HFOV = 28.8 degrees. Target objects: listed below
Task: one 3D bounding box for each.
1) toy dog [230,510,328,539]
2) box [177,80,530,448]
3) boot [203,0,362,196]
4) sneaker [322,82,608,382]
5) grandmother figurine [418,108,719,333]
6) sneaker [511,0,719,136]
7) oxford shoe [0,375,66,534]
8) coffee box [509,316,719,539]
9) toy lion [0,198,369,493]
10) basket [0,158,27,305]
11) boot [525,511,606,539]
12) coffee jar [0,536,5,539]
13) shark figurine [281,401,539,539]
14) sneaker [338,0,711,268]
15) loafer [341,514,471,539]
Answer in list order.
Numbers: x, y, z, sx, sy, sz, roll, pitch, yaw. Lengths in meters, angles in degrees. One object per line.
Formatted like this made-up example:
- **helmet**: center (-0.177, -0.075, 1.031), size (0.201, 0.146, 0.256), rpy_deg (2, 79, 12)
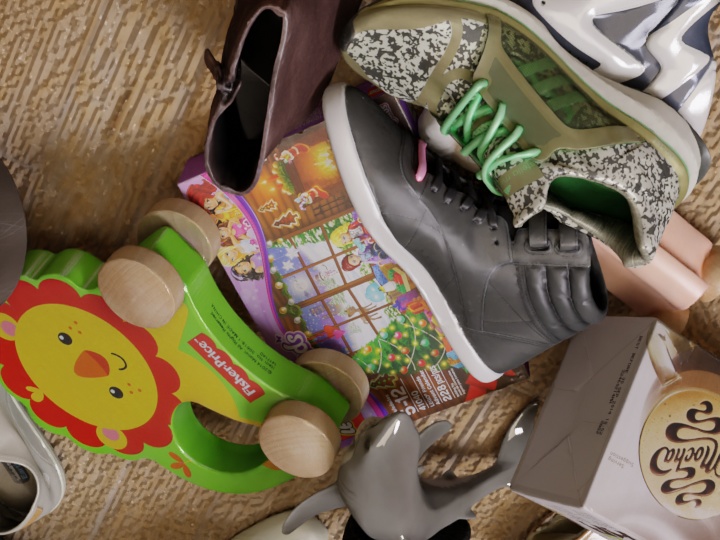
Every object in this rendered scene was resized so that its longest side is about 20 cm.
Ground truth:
- **toy dog**: center (-0.079, 0.272, 0.875), size (0.193, 0.200, 0.140), rpy_deg (-13, 115, 9)
- **box**: center (0.000, 0.000, 0.824), size (0.136, 0.039, 0.201), rpy_deg (-22, 114, 14)
- **boot**: center (-0.023, -0.149, 0.677), size (0.072, 0.167, 0.201), rpy_deg (17, 117, -3)
- **sneaker**: center (0.063, -0.033, 0.739), size (0.099, 0.071, 0.200), rpy_deg (-23, 120, 23)
- **grandmother figurine**: center (0.119, -0.042, 0.788), size (0.200, 0.061, 0.121), rpy_deg (33, 105, -16)
- **sneaker**: center (0.121, -0.166, 0.712), size (0.129, 0.080, 0.200), rpy_deg (5, 118, 0)
- **oxford shoe**: center (-0.254, 0.085, 0.869), size (0.075, 0.058, 0.200), rpy_deg (-26, 111, 19)
- **coffee box**: center (0.201, 0.120, 0.811), size (0.199, 0.080, 0.113), rpy_deg (30, 77, -22)
- **toy lion**: center (-0.124, 0.060, 0.829), size (0.200, 0.069, 0.191), rpy_deg (45, 130, -14)
- **basket**: center (-0.285, -0.007, 0.729), size (0.136, 0.200, 0.180), rpy_deg (48, 121, 14)
- **boot**: center (0.166, 0.254, 0.935), size (0.175, 0.066, 0.200), rpy_deg (-43, 109, 8)
- **coffee jar**: center (-0.283, 0.193, 0.909), size (0.104, 0.085, 0.200), rpy_deg (-29, 113, 20)
- **shark figurine**: center (0.047, 0.145, 0.819), size (0.128, 0.090, 0.214), rpy_deg (-45, 150, 20)
- **sneaker**: center (0.078, -0.066, 0.684), size (0.199, 0.089, 0.077), rpy_deg (25, 139, -7)
- **loafer**: center (0.012, 0.197, 0.837), size (0.073, 0.200, 0.072), rpy_deg (17, 111, 14)
